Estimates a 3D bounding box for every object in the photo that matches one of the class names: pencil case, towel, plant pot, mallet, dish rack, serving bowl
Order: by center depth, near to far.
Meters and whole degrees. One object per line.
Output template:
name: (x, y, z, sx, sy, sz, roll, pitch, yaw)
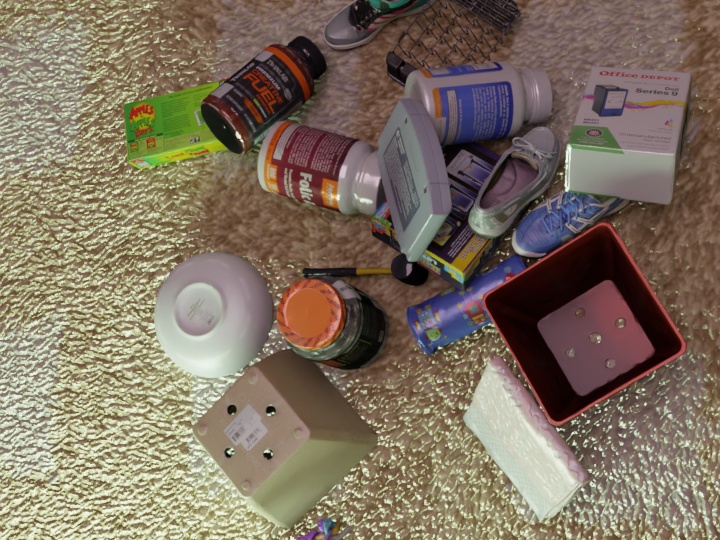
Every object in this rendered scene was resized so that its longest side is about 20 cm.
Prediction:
plant pot: (0.311, 0.081, 1.585, 0.199, 0.176, 0.201, -32, 73, 11)
towel: (0.220, 0.234, 1.586, 0.032, 0.191, 0.200, -29, 69, -21)
pencil case: (0.165, 0.047, 1.689, 0.199, 0.087, 0.078, -27, 103, 13)
plant pot: (-0.127, 0.239, 1.697, 0.200, 0.177, 0.200, -45, 71, 6)
mallet: (0.000, 0.000, 1.757, 0.199, 0.066, 0.041, 0, 79, 18)
dish rack: (0.144, -0.353, 1.783, 0.153, 0.055, 0.201, 36, 91, 19)
serving bowl: (-0.240, 0.065, 1.823, 0.199, 0.066, 0.202, -3, 80, 17)

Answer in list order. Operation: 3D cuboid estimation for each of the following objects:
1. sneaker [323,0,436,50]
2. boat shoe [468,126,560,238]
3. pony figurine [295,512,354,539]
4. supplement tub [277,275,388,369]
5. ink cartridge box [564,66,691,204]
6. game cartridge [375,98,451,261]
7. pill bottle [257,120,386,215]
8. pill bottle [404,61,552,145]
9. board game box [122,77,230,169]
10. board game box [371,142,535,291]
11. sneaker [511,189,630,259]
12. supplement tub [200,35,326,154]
sneaker: (0.019, -0.414, 1.796, 0.199, 0.121, 0.084, -27, 73, 12)
boat shoe: (0.221, -0.133, 1.646, 0.074, 0.065, 0.202, 34, 66, 19)
pony figurine: (-0.094, 0.457, 1.677, 0.192, 0.167, 0.202, -2, 74, -15)
supplement tub: (-0.041, 0.076, 1.685, 0.122, 0.200, 0.123, -3, 79, 16)
ink cartridge box: (0.372, -0.191, 1.608, 0.144, 0.088, 0.200, 8, 42, 18)
game cartridge: (0.073, -0.131, 1.613, 0.041, 0.133, 0.201, -2, 58, -19)
pill bottle: (-0.046, -0.151, 1.773, 0.199, 0.114, 0.115, 17, 86, 20)
pill bottle: (0.172, -0.243, 1.693, 0.198, 0.112, 0.113, -7, 76, -13)
board game box: (-0.285, -0.239, 1.901, 0.199, 0.048, 0.102, -11, 77, 15)
board game box: (0.138, -0.092, 1.696, 0.165, 0.057, 0.200, 33, 66, 19)
sneaker: (0.298, -0.089, 1.652, 0.199, 0.077, 0.076, -34, 72, -5)
supplement tub: (-0.146, -0.279, 1.813, 0.107, 0.107, 0.200, 39, 70, 20)
